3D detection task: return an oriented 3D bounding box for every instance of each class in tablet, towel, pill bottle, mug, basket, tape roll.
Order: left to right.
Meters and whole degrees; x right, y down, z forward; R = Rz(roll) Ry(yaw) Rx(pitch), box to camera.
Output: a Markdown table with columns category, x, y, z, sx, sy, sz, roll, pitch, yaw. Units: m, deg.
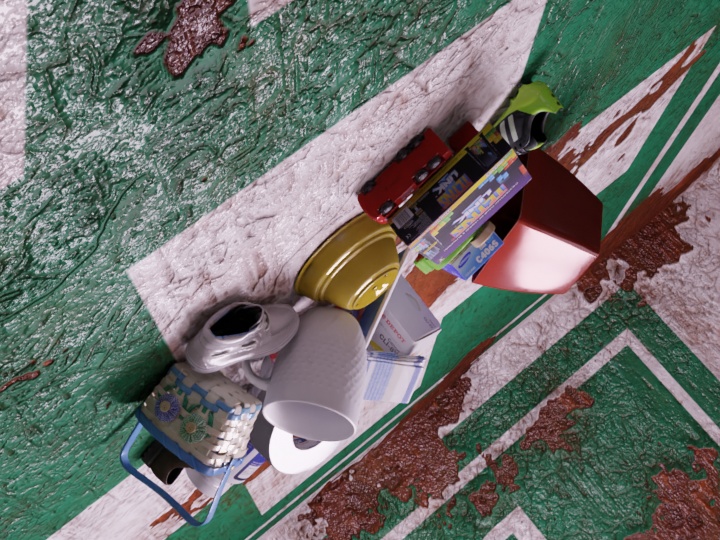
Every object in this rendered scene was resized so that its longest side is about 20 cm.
| category | x | y | z | sx | sy | sz | roll | pitch | yaw |
| --- | --- | --- | --- | --- | --- | --- | --- | --- | --- |
| basket | -0.250 | 0.241 | 1.348 | 0.202 | 0.175 | 0.139 | -65 | 159 | 13 |
| pill bottle | -0.221 | 0.313 | 1.696 | 0.200 | 0.116 | 0.116 | -44 | 164 | 12 |
| tape roll | -0.096 | 0.247 | 1.599 | 0.199 | 0.066 | 0.202 | -28 | 135 | -31 |
| mug | -0.086 | 0.146 | 1.441 | 0.148 | 0.197 | 0.177 | 110 | -7 | -59 |
| towel | 0.010 | 0.189 | 1.689 | 0.197 | 0.024 | 0.148 | 7 | 140 | -7 |
| tablet | 0.027 | 0.061 | 1.580 | 0.202 | 0.014 | 0.130 | -66 | -171 | -15 |

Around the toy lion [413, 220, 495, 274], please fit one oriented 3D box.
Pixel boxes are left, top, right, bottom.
| category | x | y | z | sx | sy | sz | roll | pitch | yaw |
| --- | --- | --- | --- | --- | --- | --- | --- | --- | --- |
| toy lion | 0.157 | -0.061 | 1.605 | 0.192 | 0.068 | 0.200 | -47 | -174 | 29 |

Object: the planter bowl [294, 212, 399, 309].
| category | x | y | z | sx | sy | sz | roll | pitch | yaw |
| --- | --- | --- | --- | --- | --- | --- | --- | --- | --- |
| planter bowl | 0.000 | 0.000 | 1.443 | 0.200 | 0.084 | 0.201 | -38 | 164 | -13 |

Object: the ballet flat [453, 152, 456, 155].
| category | x | y | z | sx | sy | sz | roll | pitch | yaw |
| --- | --- | --- | --- | --- | --- | --- | --- | --- | --- |
| ballet flat | 0.135 | -0.119 | 1.489 | 0.071 | 0.069 | 0.201 | -39 | 166 | -52 |

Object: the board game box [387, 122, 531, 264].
| category | x | y | z | sx | sy | sz | roll | pitch | yaw |
| --- | --- | --- | --- | --- | --- | --- | --- | --- | --- |
| board game box | 0.148 | -0.105 | 1.363 | 0.200 | 0.057 | 0.165 | -43 | 159 | 10 |

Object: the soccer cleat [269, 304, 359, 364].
| category | x | y | z | sx | sy | sz | roll | pitch | yaw |
| --- | --- | --- | --- | --- | --- | --- | --- | --- | --- |
| soccer cleat | -0.072 | 0.114 | 1.570 | 0.199 | 0.077 | 0.067 | -23 | 173 | -41 |

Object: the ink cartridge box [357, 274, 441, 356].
| category | x | y | z | sx | sy | sz | roll | pitch | yaw |
| --- | --- | --- | --- | --- | --- | --- | --- | --- | --- |
| ink cartridge box | 0.041 | 0.122 | 1.750 | 0.083 | 0.146 | 0.201 | -23 | 156 | -42 |

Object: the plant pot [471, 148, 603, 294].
| category | x | y | z | sx | sy | sz | roll | pitch | yaw |
| --- | --- | --- | --- | --- | --- | --- | --- | --- | --- |
| plant pot | 0.332 | -0.071 | 1.708 | 0.201 | 0.174 | 0.201 | 121 | -11 | -49 |

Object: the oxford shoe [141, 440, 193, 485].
| category | x | y | z | sx | sy | sz | roll | pitch | yaw |
| --- | --- | --- | --- | --- | --- | --- | --- | --- | --- |
| oxford shoe | -0.274 | 0.279 | 1.545 | 0.200 | 0.085 | 0.072 | -49 | 160 | 21 |

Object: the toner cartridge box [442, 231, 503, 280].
| category | x | y | z | sx | sy | sz | roll | pitch | yaw |
| --- | --- | --- | --- | --- | --- | --- | --- | --- | --- |
| toner cartridge box | 0.185 | -0.040 | 1.684 | 0.095 | 0.043 | 0.200 | -45 | -169 | -1 |

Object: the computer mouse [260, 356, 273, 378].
| category | x | y | z | sx | sy | sz | roll | pitch | yaw |
| --- | --- | --- | --- | --- | --- | --- | --- | --- | --- |
| computer mouse | -0.114 | 0.140 | 1.625 | 0.199 | 0.044 | 0.110 | -23 | 154 | -54 |

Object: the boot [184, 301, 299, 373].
| category | x | y | z | sx | sy | sz | roll | pitch | yaw |
| --- | --- | --- | --- | --- | --- | --- | --- | --- | --- |
| boot | -0.150 | 0.080 | 1.318 | 0.199 | 0.074 | 0.096 | -25 | 165 | -42 |

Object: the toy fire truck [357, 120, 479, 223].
| category | x | y | z | sx | sy | sz | roll | pitch | yaw |
| --- | --- | --- | --- | --- | --- | --- | --- | --- | --- |
| toy fire truck | 0.092 | -0.141 | 1.345 | 0.200 | 0.049 | 0.141 | -43 | 164 | 6 |

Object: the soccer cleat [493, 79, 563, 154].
| category | x | y | z | sx | sy | sz | roll | pitch | yaw |
| --- | --- | --- | --- | --- | --- | --- | --- | --- | --- |
| soccer cleat | 0.240 | -0.206 | 1.460 | 0.067 | 0.081 | 0.201 | -25 | 158 | -43 |
